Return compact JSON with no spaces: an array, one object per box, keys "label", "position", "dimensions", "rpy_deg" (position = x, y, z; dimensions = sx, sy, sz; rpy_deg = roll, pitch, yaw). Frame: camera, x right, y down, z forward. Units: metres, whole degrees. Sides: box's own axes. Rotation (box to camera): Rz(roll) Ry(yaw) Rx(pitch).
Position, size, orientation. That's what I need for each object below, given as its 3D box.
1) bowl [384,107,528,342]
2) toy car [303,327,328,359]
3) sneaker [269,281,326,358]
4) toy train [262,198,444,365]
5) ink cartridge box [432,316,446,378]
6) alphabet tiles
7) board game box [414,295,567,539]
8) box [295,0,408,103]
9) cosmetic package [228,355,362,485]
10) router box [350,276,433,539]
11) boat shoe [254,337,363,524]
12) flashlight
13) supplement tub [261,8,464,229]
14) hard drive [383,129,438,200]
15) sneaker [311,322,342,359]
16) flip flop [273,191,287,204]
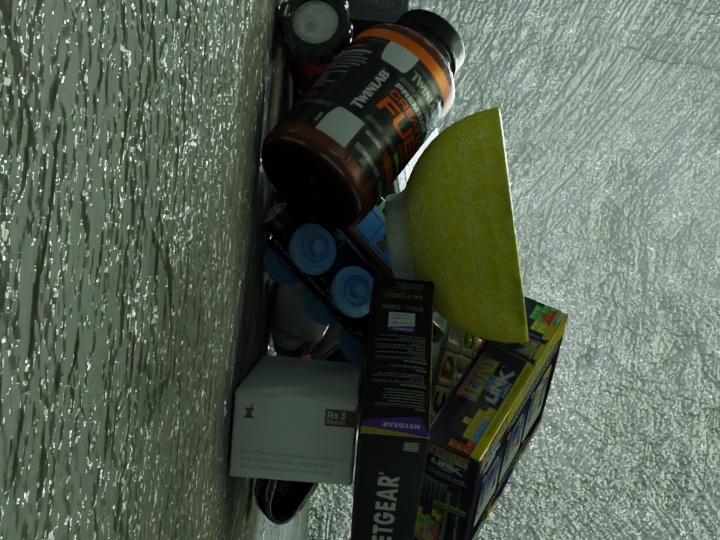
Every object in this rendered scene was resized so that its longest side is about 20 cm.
[{"label":"bowl","position":[0.080,-0.032,0.872],"dimensions":[0.200,0.107,0.201],"rpy_deg":[-8,90,-82]},{"label":"toy car","position":[-0.007,0.118,1.195],"dimensions":[0.150,0.199,0.175],"rpy_deg":[85,-11,-51]},{"label":"sneaker","position":[-0.069,0.046,1.099],"dimensions":[0.200,0.075,0.100],"rpy_deg":[82,30,-87]},{"label":"toy train","position":[0.000,0.000,0.937],"dimensions":[0.114,0.200,0.087],"rpy_deg":[-49,-165,-26]},{"label":"ink cartridge box","position":[0.098,0.084,1.091],"dimensions":[0.200,0.082,0.147],"rpy_deg":[37,55,-57]},{"label":"alphabet tiles","position":[0.106,0.122,1.005],"dimensions":[0.167,0.008,0.201],"rpy_deg":[24,79,-59]},{"label":"board game box","position":[0.116,0.146,0.933],"dimensions":[0.200,0.057,0.166],"rpy_deg":[-49,152,-42]},{"label":"box","position":[-0.011,-0.224,1.175],"dimensions":[0.106,0.122,0.201],"rpy_deg":[-85,180,-50]},{"label":"cosmetic package","position":[-0.050,0.124,0.879],"dimensions":[0.200,0.101,0.074],"rpy_deg":[-64,158,-85]},{"label":"router box","position":[0.024,0.131,0.827],"dimensions":[0.158,0.052,0.200],"rpy_deg":[-84,179,-45]},{"label":"boat shoe","position":[-0.044,0.158,1.014],"dimensions":[0.200,0.073,0.068],"rpy_deg":[-57,-170,-7]},{"label":"flashlight","position":[-0.040,-0.207,0.966],"dimensions":[0.200,0.068,0.068],"rpy_deg":[94,9,-84]},{"label":"supplement tub","position":[0.011,-0.138,0.870],"dimensions":[0.200,0.107,0.107],"rpy_deg":[-53,164,-27]},{"label":"hard drive","position":[0.045,-0.125,1.053],"dimensions":[0.140,0.033,0.201],"rpy_deg":[-37,121,-58]},{"label":"sneaker","position":[-0.020,0.147,1.085],"dimensions":[0.200,0.112,0.078],"rpy_deg":[-59,-179,-4]},{"label":"flip flop","position":[-0.015,-0.022,1.030],"dimensions":[0.200,0.058,0.081],"rpy_deg":[50,3,-36]}]
